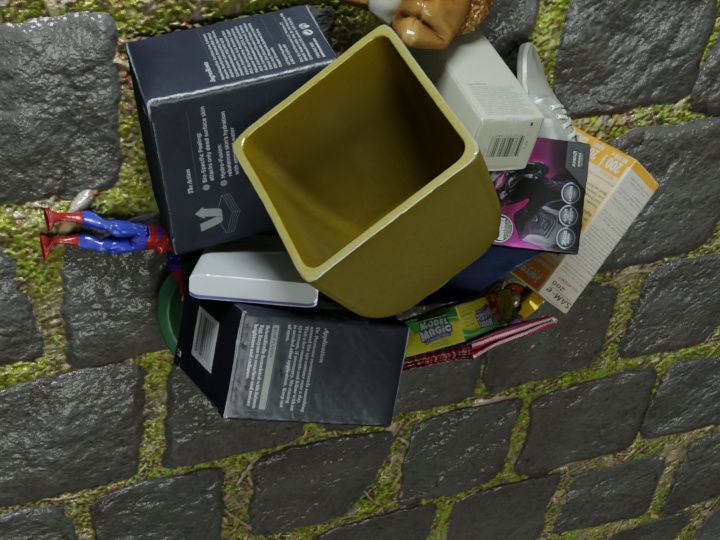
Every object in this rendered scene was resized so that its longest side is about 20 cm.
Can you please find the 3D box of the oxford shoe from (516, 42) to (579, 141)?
[{"bbox_3d":[0.225,-0.169,1.292,0.057,0.204,0.075,-12,-178,27],"label":"oxford shoe"}]

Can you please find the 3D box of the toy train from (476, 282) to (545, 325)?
[{"bbox_3d":[0.223,0.008,1.510,0.055,0.150,0.200,41,101,-12],"label":"toy train"}]

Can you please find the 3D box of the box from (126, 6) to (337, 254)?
[{"bbox_3d":[-0.127,-0.147,1.156,0.197,0.118,0.199,-15,136,-14],"label":"box"}]

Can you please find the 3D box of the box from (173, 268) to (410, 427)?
[{"bbox_3d":[-0.081,0.083,1.216,0.197,0.196,0.120,7,100,-27],"label":"box"}]

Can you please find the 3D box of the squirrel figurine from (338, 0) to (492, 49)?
[{"bbox_3d":[0.088,-0.334,1.109,0.198,0.141,0.189,-3,124,-43],"label":"squirrel figurine"}]

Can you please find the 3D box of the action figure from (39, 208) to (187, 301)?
[{"bbox_3d":[-0.253,-0.020,1.247,0.197,0.100,0.066,-2,134,-28],"label":"action figure"}]

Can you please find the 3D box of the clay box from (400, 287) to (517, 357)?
[{"bbox_3d":[0.108,0.069,1.388,0.113,0.048,0.199,-18,179,31],"label":"clay box"}]

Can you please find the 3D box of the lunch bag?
[{"bbox_3d":[0.139,-0.075,1.357,0.198,0.134,0.136,-31,141,18],"label":"lunch bag"}]

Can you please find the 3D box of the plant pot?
[{"bbox_3d":[0.028,-0.070,1.082,0.193,0.197,0.200,-36,143,6],"label":"plant pot"}]

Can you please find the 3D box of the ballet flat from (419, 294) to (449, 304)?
[{"bbox_3d":[0.121,0.009,1.483,0.197,0.069,0.069,-18,150,-10],"label":"ballet flat"}]

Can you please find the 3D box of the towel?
[{"bbox_3d":[0.142,0.096,1.413,0.143,0.023,0.199,-17,178,-31],"label":"towel"}]

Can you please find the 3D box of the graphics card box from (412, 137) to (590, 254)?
[{"bbox_3d":[0.151,-0.090,1.225,0.196,0.051,0.128,7,91,-10],"label":"graphics card box"}]

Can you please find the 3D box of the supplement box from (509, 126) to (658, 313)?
[{"bbox_3d":[0.263,-0.067,1.396,0.073,0.126,0.201,32,95,-44],"label":"supplement box"}]

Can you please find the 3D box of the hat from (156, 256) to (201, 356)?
[{"bbox_3d":[-0.150,0.040,1.413,0.163,0.177,0.202,-22,109,17],"label":"hat"}]

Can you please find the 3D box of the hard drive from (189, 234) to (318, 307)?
[{"bbox_3d":[-0.108,-0.004,1.197,0.129,0.200,0.026,5,104,-2],"label":"hard drive"}]

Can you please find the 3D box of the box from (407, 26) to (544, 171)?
[{"bbox_3d":[0.114,-0.194,1.180,0.081,0.201,0.069,-3,133,-22],"label":"box"}]

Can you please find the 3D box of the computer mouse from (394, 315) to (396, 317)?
[{"bbox_3d":[0.000,0.000,1.364,0.138,0.046,0.204,-5,104,-27],"label":"computer mouse"}]
